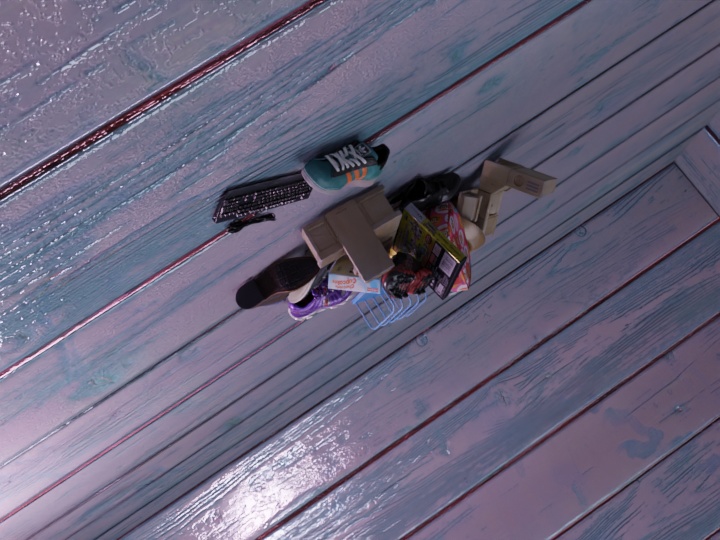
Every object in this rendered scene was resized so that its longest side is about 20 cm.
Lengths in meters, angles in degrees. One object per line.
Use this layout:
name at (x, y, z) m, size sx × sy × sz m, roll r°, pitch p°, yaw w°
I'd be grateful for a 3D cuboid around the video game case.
video game case at (0.151, -0.041, 1.431) m, size 0.025 × 0.181 × 0.201 m, roll -38°, pitch 163°, yaw -20°

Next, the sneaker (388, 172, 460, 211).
sneaker at (0.152, -0.180, 1.451) m, size 0.197 × 0.061 × 0.104 m, roll -30°, pitch 167°, yaw -6°

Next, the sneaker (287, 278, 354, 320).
sneaker at (-0.097, 0.062, 1.626) m, size 0.197 × 0.081 × 0.084 m, roll -30°, pitch 158°, yaw -13°

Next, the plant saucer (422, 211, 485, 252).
plant saucer at (0.230, -0.089, 1.661) m, size 0.201 × 0.196 × 0.036 m, roll 94°, pitch 15°, yaw -70°

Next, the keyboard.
keyboard at (-0.165, -0.112, 1.082) m, size 0.197 × 0.021 × 0.128 m, roll -21°, pitch 159°, yaw -38°

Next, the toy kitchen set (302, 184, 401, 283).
toy kitchen set at (-0.001, -0.035, 1.346) m, size 0.197 × 0.165 × 0.181 m, roll -29°, pitch 164°, yaw -15°

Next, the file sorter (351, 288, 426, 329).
file sorter at (0.099, 0.090, 2.016) m, size 0.198 × 0.124 × 0.139 m, roll -15°, pitch 157°, yaw -50°

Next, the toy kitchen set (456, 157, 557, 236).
toy kitchen set at (0.359, -0.156, 1.594) m, size 0.161 × 0.178 × 0.205 m, roll -17°, pitch 125°, yaw -46°

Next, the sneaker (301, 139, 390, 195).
sneaker at (-0.021, -0.187, 1.081) m, size 0.198 × 0.072 × 0.080 m, roll -22°, pitch 157°, yaw -53°

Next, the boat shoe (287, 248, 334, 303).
boat shoe at (-0.105, 0.003, 1.438) m, size 0.065 × 0.075 × 0.201 m, roll -3°, pitch 138°, yaw -39°

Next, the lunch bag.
lunch bag at (0.213, -0.048, 1.515) m, size 0.080 × 0.203 × 0.178 m, roll -13°, pitch -147°, yaw 18°

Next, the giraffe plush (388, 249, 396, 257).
giraffe plush at (0.125, -0.033, 1.613) m, size 0.171 × 0.164 × 0.200 m, roll -8°, pitch 147°, yaw -51°

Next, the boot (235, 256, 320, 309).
boot at (-0.177, 0.026, 1.390) m, size 0.196 × 0.076 × 0.097 m, roll -24°, pitch 174°, yaw -1°

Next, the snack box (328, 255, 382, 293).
snack box at (0.000, 0.000, 1.414) m, size 0.113 × 0.038 × 0.200 m, roll 6°, pitch -163°, yaw 6°

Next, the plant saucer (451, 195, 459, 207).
plant saucer at (0.283, -0.159, 1.803) m, size 0.198 × 0.049 × 0.200 m, roll -19°, pitch 157°, yaw -44°

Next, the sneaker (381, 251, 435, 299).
sneaker at (0.087, 0.008, 1.382) m, size 0.071 × 0.098 × 0.199 m, roll -53°, pitch 159°, yaw 20°
